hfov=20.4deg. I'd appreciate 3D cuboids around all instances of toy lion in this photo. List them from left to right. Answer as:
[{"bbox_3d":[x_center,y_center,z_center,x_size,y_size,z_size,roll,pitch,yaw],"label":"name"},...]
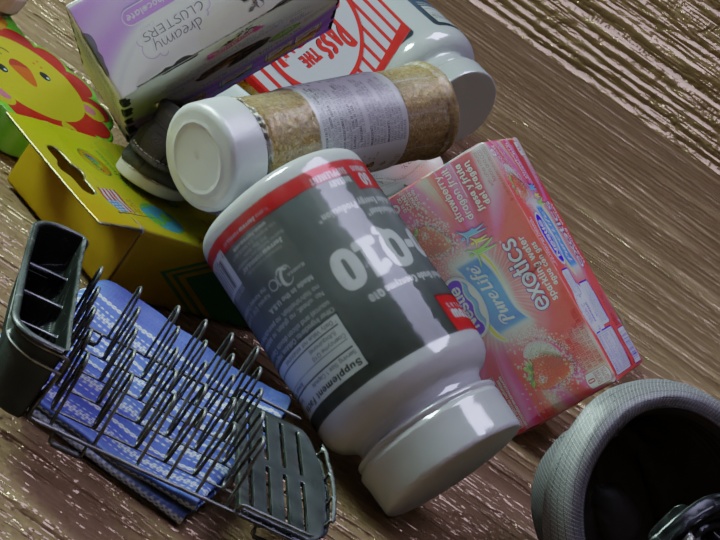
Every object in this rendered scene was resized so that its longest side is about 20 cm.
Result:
[{"bbox_3d":[-0.263,-0.142,1.358,0.200,0.069,0.192,13,34,-54],"label":"toy lion"}]

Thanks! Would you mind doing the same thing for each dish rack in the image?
[{"bbox_3d":[-0.095,0.062,1.023,0.200,0.055,0.153,28,18,-14],"label":"dish rack"}]

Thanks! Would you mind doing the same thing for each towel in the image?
[{"bbox_3d":[-0.119,0.063,1.094,0.145,0.024,0.200,35,15,4],"label":"towel"}]

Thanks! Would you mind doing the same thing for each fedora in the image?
[{"bbox_3d":[0.177,0.164,1.235,0.200,0.177,0.090,51,-24,-15],"label":"fedora"}]

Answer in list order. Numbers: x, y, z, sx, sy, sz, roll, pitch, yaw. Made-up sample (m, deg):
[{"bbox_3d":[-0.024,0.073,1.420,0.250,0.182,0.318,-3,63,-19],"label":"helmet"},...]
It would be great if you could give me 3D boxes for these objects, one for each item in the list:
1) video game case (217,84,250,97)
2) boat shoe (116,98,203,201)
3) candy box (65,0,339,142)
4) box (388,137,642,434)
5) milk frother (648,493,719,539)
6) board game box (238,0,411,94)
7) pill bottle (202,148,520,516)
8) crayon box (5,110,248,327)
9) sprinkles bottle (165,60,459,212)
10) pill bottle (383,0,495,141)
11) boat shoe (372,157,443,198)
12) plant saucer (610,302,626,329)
[{"bbox_3d":[-0.064,-0.090,1.549,0.200,0.023,0.182,38,-7,14],"label":"video game case"},{"bbox_3d":[-0.100,-0.086,1.328,0.067,0.057,0.200,35,14,7],"label":"boat shoe"},{"bbox_3d":[-0.101,-0.167,1.321,0.072,0.168,0.200,59,-7,2],"label":"candy box"},{"bbox_3d":[0.114,0.010,1.485,0.200,0.095,0.103,61,18,4],"label":"box"},{"bbox_3d":[0.148,0.225,0.841,0.188,0.200,0.180,39,12,14],"label":"milk frother"},{"bbox_3d":[-0.071,-0.204,1.596,0.200,0.046,0.152,43,57,-19],"label":"board game box"},{"bbox_3d":[0.003,0.037,1.193,0.200,0.114,0.114,56,21,15],"label":"pill bottle"},{"bbox_3d":[-0.138,-0.030,1.282,0.200,0.051,0.127,17,23,-50],"label":"crayon box"},{"bbox_3d":[-0.027,-0.087,1.265,0.200,0.068,0.068,-16,49,-42],"label":"sprinkles bottle"},{"bbox_3d":[0.052,-0.227,2.155,0.120,0.120,0.200,18,23,-48],"label":"pill bottle"},{"bbox_3d":[0.020,-0.070,1.620,0.069,0.071,0.200,38,-12,-4],"label":"boat shoe"},{"bbox_3d":[0.148,0.008,1.804,0.200,0.037,0.200,33,16,-11],"label":"plant saucer"}]
